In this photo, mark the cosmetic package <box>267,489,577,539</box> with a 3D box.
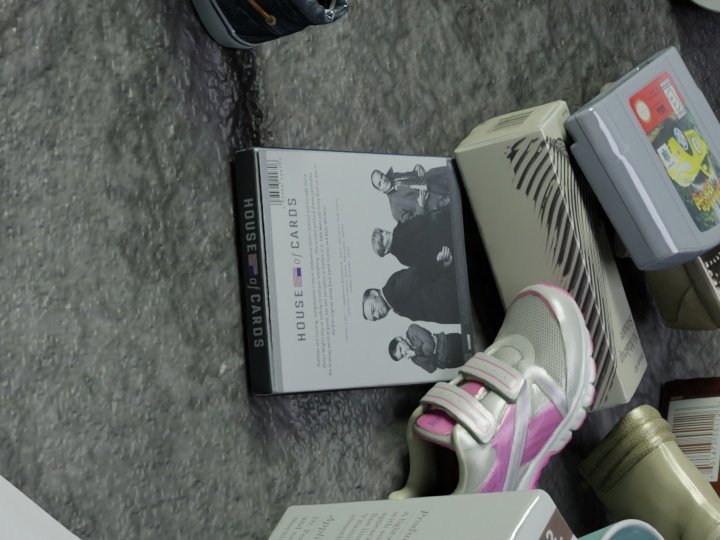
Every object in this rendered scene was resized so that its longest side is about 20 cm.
[{"bbox_3d":[0.033,0.243,1.290,0.165,0.199,0.165,57,48,-26],"label":"cosmetic package"}]

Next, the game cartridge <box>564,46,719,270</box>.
[{"bbox_3d":[0.214,-0.076,1.574,0.134,0.041,0.200,63,30,-6],"label":"game cartridge"}]

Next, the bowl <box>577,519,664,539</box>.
[{"bbox_3d":[0.137,0.266,1.464,0.200,0.104,0.202,19,68,-58],"label":"bowl"}]

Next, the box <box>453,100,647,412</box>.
[{"bbox_3d":[0.131,-0.006,1.528,0.082,0.068,0.201,-49,122,-64],"label":"box"}]

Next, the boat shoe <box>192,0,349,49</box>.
[{"bbox_3d":[-0.079,-0.226,1.318,0.071,0.091,0.201,-51,121,-40],"label":"boat shoe"}]

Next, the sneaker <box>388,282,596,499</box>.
[{"bbox_3d":[0.082,0.097,1.441,0.088,0.081,0.201,28,78,-36],"label":"sneaker"}]

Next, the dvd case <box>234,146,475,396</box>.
[{"bbox_3d":[0.000,0.000,1.424,0.199,0.025,0.151,0,85,-49],"label":"dvd case"}]

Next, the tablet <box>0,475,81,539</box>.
[{"bbox_3d":[-0.197,0.177,1.178,0.200,0.014,0.131,46,52,-35],"label":"tablet"}]

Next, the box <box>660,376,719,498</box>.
[{"bbox_3d":[0.308,0.162,1.717,0.200,0.075,0.101,31,61,-44],"label":"box"}]

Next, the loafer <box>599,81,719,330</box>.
[{"bbox_3d":[0.213,-0.041,1.646,0.076,0.068,0.201,-17,81,-59],"label":"loafer"}]

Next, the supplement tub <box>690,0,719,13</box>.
[{"bbox_3d":[0.341,-0.271,1.780,0.199,0.131,0.133,-11,92,-48],"label":"supplement tub"}]

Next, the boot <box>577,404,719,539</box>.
[{"bbox_3d":[0.215,0.196,1.591,0.073,0.200,0.156,-29,65,-20],"label":"boot"}]
